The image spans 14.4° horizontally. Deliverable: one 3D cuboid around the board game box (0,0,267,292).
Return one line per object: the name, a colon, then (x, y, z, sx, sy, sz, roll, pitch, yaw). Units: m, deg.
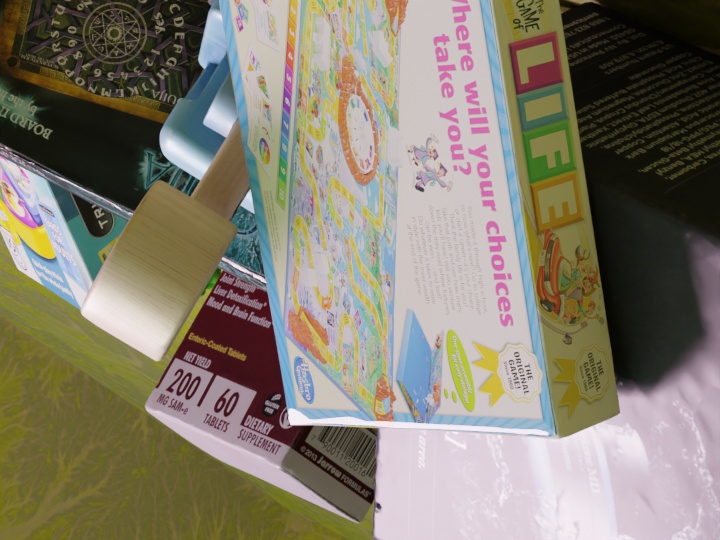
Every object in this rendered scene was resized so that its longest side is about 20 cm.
board game box: (-0.083, -0.086, 1.261, 0.199, 0.136, 0.028, 27, 171, 19)

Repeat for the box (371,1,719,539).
box: (0.113, 0.035, 1.030, 0.199, 0.117, 0.198, 26, 127, 37)

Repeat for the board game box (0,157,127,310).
board game box: (-0.182, -0.079, 1.544, 0.151, 0.047, 0.201, 26, 142, 61)

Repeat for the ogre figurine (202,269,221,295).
ogre figurine: (-0.080, -0.057, 1.534, 0.098, 0.201, 0.120, -16, -178, -29)

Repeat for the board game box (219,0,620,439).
board game box: (0.015, -0.045, 0.983, 0.034, 0.202, 0.134, -17, -168, -43)

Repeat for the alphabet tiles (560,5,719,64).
alphabet tiles: (0.121, -0.002, 1.116, 0.167, 0.008, 0.201, 21, 130, 42)

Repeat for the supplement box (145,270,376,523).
supplement box: (0.000, 0.000, 1.262, 0.061, 0.201, 0.109, 38, 167, -39)

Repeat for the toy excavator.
toy excavator: (-0.040, -0.050, 1.114, 0.099, 0.201, 0.194, 30, 171, -1)
